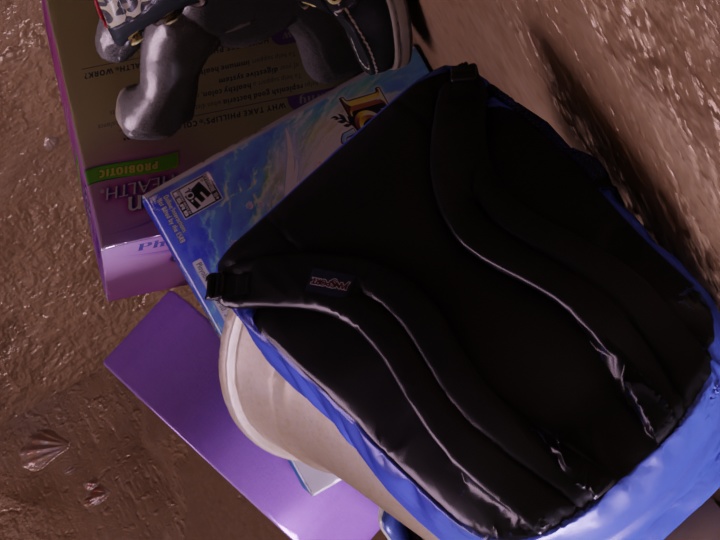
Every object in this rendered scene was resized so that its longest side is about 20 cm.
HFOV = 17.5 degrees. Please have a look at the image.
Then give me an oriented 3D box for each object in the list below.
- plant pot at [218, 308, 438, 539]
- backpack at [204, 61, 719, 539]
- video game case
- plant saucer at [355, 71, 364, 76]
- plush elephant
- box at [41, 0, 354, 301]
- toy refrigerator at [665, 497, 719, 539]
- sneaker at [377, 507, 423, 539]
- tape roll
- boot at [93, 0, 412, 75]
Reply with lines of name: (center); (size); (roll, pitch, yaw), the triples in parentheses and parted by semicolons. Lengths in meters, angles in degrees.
plant pot: (0.058, 0.065, 1.209); (0.183, 0.200, 0.201); (43, 165, 40)
backpack: (0.069, 0.037, 1.003); (0.200, 0.163, 0.168); (43, 176, 32)
video game case: (0.000, 0.000, 1.360); (0.200, 0.181, 0.045); (61, 173, -3)
plant saucer: (0.044, -0.051, 1.526); (0.200, 0.031, 0.200); (59, 175, 9)
plush elephant: (-0.099, -0.200, 1.369); (0.200, 0.165, 0.155); (82, 161, -51)
box: (-0.096, -0.103, 1.466); (0.097, 0.176, 0.200); (99, 157, -68)
toy refrigerator: (0.118, 0.205, 1.206); (0.076, 0.200, 0.070); (62, 175, -26)
sneaker: (0.079, 0.200, 1.379); (0.200, 0.075, 0.088); (46, -165, 6)
tape roll: (-0.068, 0.103, 1.475); (0.200, 0.066, 0.200); (42, 175, 4)
boot: (-0.065, -0.158, 1.246); (0.074, 0.154, 0.204); (56, 174, 44)
